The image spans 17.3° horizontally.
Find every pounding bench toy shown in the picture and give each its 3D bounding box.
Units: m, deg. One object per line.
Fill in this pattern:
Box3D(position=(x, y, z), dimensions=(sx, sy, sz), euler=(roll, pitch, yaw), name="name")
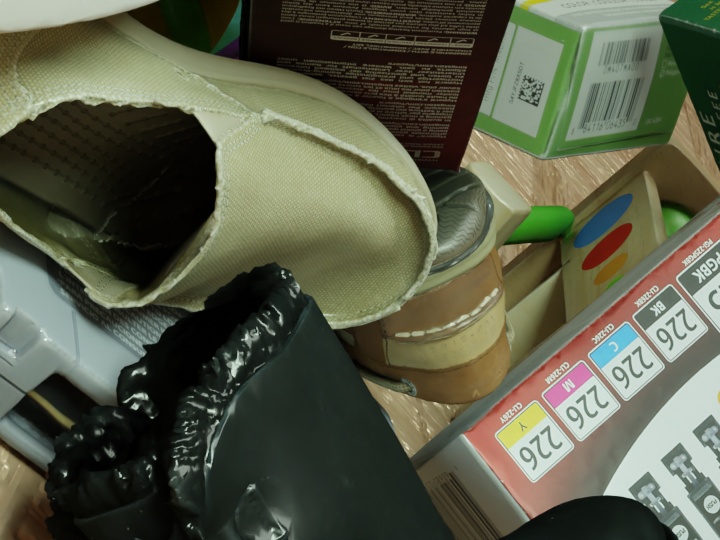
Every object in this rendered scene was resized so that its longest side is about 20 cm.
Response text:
Box3D(position=(0.102, 0.015, 0.991), dimensions=(0.200, 0.124, 0.156), euler=(47, 16, -13), name="pounding bench toy")

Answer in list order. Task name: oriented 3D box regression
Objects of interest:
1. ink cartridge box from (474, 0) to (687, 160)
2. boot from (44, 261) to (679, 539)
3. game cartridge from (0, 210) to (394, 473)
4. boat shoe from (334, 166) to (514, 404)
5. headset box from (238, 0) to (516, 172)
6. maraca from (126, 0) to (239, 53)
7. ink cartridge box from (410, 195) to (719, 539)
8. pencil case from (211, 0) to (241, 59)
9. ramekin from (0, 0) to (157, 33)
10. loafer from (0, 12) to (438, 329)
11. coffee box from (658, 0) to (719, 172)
Box3D(position=(0.034, -0.112, 1.004), dimensions=(0.199, 0.060, 0.104), euler=(26, 21, 31), name="ink cartridge box")
Box3D(position=(0.008, 0.072, 0.625), dimensions=(0.163, 0.073, 0.198), euler=(56, 36, -12), name="boot")
Box3D(position=(-0.057, 0.029, 0.694), dimensions=(0.200, 0.040, 0.134), euler=(41, 22, -31), name="game cartridge")
Box3D(position=(0.000, 0.000, 0.820), dimensions=(0.200, 0.075, 0.074), euler=(-137, -155, -72), name="boat shoe")
Box3D(position=(0.005, -0.125, 0.696), dimensions=(0.200, 0.077, 0.150), euler=(100, -6, -73), name="headset box")
Box3D(position=(-0.093, -0.118, 0.807), dimensions=(0.138, 0.107, 0.200), euler=(57, -9, 10), name="maraca")
Box3D(position=(0.142, 0.076, 0.830), dimensions=(0.176, 0.200, 0.084), euler=(51, -25, 1), name="ink cartridge box")
Box3D(position=(-0.040, -0.150, 0.935), dimensions=(0.085, 0.092, 0.201), euler=(17, 54, -43), name="pencil case")
Box3D(position=(-0.122, -0.142, 0.577), dimensions=(0.198, 0.106, 0.200), euler=(7, 26, -3), name="ramekin")
Box3D(position=(-0.050, -0.020, 0.639), dimensions=(0.199, 0.076, 0.069), euler=(22, 32, -41), name="loafer")
Box3D(position=(0.202, -0.040, 0.872), dimensions=(0.200, 0.044, 0.123), euler=(26, -30, 56), name="coffee box")
